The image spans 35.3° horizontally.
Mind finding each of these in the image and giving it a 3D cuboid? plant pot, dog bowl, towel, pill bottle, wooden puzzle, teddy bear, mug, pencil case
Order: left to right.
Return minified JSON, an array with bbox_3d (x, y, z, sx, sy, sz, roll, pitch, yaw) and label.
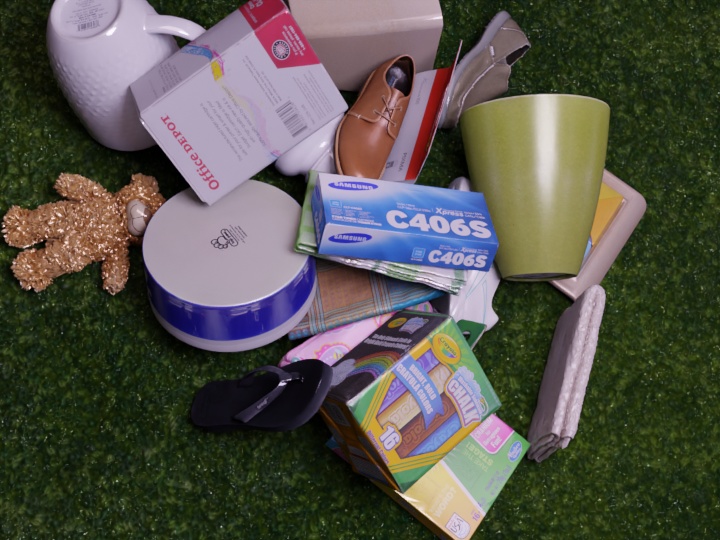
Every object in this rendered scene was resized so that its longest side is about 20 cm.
[{"bbox_3d":[-0.317,-0.047,1.324,0.197,0.067,0.147,1,74,-12],"label":"teddy bear"},{"bbox_3d":[-0.261,-0.249,1.313,0.196,0.176,0.150,-2,64,9],"label":"mug"},{"bbox_3d":[-0.150,-0.010,1.303,0.196,0.079,0.202,0,48,0],"label":"dog bowl"},{"bbox_3d":[-0.093,-0.193,1.398,0.200,0.113,0.113,43,68,4],"label":"pill bottle"},{"bbox_3d":[-0.012,-0.341,1.431,0.174,0.200,0.203,-10,74,-6],"label":"plant pot"},{"bbox_3d":[-0.006,0.077,1.343,0.200,0.088,0.088,-42,85,-20],"label":"pencil case"},{"bbox_3d":[0.000,0.000,1.341,0.197,0.022,0.148,-16,46,3],"label":"towel"},{"bbox_3d":[0.027,-0.044,1.300,0.197,0.031,0.150,14,38,-5],"label":"towel"},{"bbox_3d":[0.216,-0.092,1.384,0.184,0.187,0.204,0,84,-13],"label":"plant pot"},{"bbox_3d":[0.261,-0.081,1.483,0.199,0.037,0.186,37,68,1],"label":"wooden puzzle"},{"bbox_3d":[0.248,0.125,1.361,0.034,0.133,0.203,19,70,-1],"label":"towel"}]

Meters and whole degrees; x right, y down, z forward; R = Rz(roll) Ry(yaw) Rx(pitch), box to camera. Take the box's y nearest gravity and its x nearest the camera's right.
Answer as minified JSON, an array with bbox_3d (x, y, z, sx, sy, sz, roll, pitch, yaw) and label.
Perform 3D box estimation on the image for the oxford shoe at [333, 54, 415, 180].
[{"bbox_3d":[0.020,-0.179,1.345,0.071,0.071,0.202,27,57,-17],"label":"oxford shoe"}]

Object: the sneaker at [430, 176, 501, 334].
[{"bbox_3d":[0.133,-0.016,1.423,0.079,0.070,0.204,7,77,-20],"label":"sneaker"}]

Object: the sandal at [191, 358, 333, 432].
[{"bbox_3d":[-0.116,0.141,1.249,0.043,0.198,0.077,41,44,-40],"label":"sandal"}]

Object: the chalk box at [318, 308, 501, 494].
[{"bbox_3d":[0.062,0.127,1.261,0.199,0.124,0.125,-36,107,-20],"label":"chalk box"}]

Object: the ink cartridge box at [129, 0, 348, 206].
[{"bbox_3d":[-0.136,-0.194,1.269,0.198,0.148,0.086,-33,38,3],"label":"ink cartridge box"}]

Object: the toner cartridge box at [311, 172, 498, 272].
[{"bbox_3d":[0.048,-0.053,1.260,0.197,0.044,0.096,6,38,-14],"label":"toner cartridge box"}]

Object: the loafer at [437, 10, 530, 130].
[{"bbox_3d":[0.165,-0.259,1.499,0.069,0.075,0.201,33,68,4],"label":"loafer"}]

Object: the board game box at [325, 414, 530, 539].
[{"bbox_3d":[0.081,0.207,1.345,0.199,0.040,0.154,38,68,1],"label":"board game box"}]

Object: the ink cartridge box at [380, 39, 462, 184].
[{"bbox_3d":[0.061,-0.173,1.379,0.047,0.200,0.162,19,69,-4],"label":"ink cartridge box"}]
